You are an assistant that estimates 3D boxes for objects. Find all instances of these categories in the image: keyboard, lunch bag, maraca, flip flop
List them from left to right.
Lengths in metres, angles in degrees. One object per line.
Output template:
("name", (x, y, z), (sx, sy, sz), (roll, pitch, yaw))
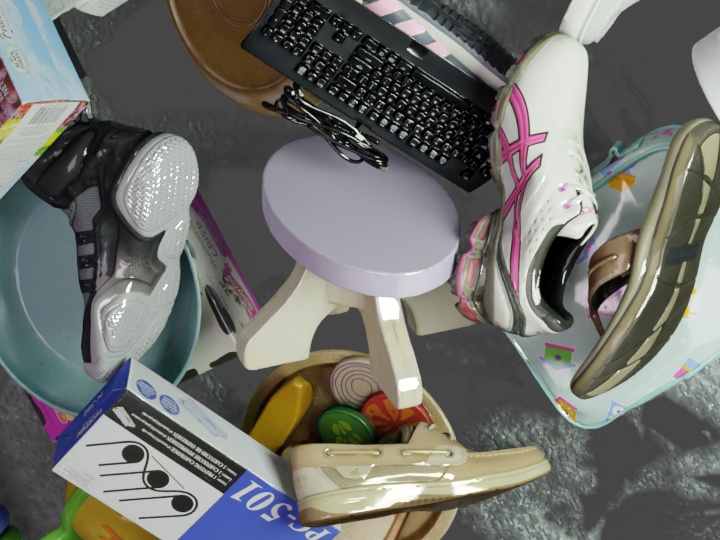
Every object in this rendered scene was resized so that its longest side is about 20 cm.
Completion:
("maraca", (-0.181, 0.177, 1.447), (0.200, 0.136, 0.108), (-45, 61, 34))
("keyboard", (0.012, -0.111, 1.240), (0.199, 0.040, 0.104), (31, 123, -14))
("lunch bag", (0.191, 0.000, 1.268), (0.199, 0.077, 0.161), (-36, 88, 26))
("flip flop", (0.181, -0.009, 1.189), (0.057, 0.081, 0.202), (29, 112, 31))

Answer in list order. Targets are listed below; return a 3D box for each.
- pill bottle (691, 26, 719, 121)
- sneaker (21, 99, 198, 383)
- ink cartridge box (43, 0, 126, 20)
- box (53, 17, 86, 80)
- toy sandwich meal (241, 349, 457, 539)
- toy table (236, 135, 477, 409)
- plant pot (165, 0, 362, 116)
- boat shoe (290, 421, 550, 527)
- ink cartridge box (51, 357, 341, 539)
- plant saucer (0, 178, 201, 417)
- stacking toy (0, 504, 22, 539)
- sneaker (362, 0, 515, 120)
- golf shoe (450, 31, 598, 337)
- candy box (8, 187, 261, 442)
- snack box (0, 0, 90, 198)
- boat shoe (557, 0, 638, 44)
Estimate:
("pill bottle", (0.316, -0.155, 1.144), (0.199, 0.116, 0.116), (-32, 95, 27))
("sneaker", (-0.187, -0.025, 1.306), (0.113, 0.075, 0.201), (30, 120, 24))
("ink cartridge box", (-0.230, -0.273, 1.311), (0.173, 0.043, 0.201), (-27, 81, 20))
("box", (-0.333, -0.166, 1.409), (0.199, 0.079, 0.142), (-22, 96, 26))
("toy sandwich meal", (-0.018, 0.160, 1.408), (0.203, 0.070, 0.207), (7, 111, 19))
("toy table", (0.000, 0.000, 1.296), (0.182, 0.200, 0.118), (-4, 121, -10))
("plant pot", (-0.079, -0.205, 1.284), (0.199, 0.027, 0.202), (20, 120, 40))
("boat shoe", (0.046, 0.142, 1.339), (0.071, 0.198, 0.065), (139, 123, -63))
("ink cartridge box", (-0.118, 0.157, 1.342), (0.199, 0.044, 0.094), (36, 114, -21))
("plant saucer", (-0.202, 0.012, 1.378), (0.198, 0.036, 0.202), (6, 107, 20))
("stacking toy", (-0.315, 0.246, 1.551), (0.085, 0.085, 0.201), (-27, 102, 27))
("sneaker", (0.018, -0.164, 1.280), (0.200, 0.070, 0.082), (40, 115, 5))
("golf shoe", (0.128, -0.055, 1.210), (0.092, 0.072, 0.202), (15, 95, 40))
("candy box", (-0.187, 0.033, 1.433), (0.199, 0.061, 0.137), (-24, 96, 27))
("snack box", (-0.296, -0.131, 1.283), (0.200, 0.067, 0.170), (-41, 69, 38))
("boat shoe", (0.208, -0.219, 1.195), (0.068, 0.072, 0.200), (39, 108, 4))
